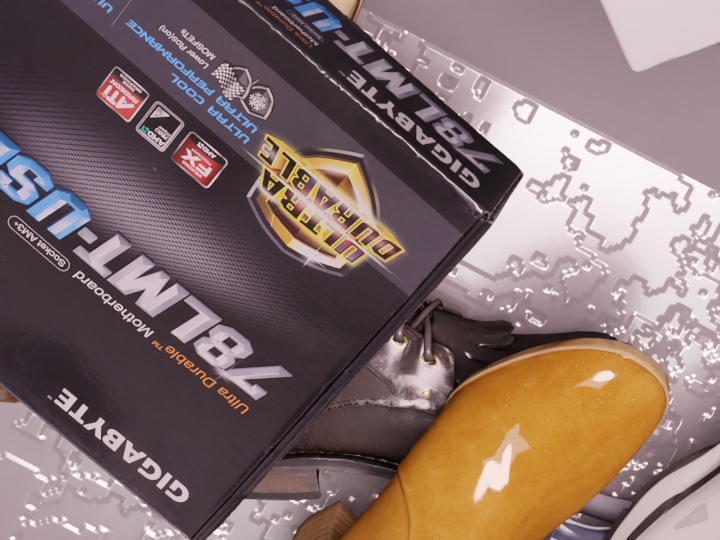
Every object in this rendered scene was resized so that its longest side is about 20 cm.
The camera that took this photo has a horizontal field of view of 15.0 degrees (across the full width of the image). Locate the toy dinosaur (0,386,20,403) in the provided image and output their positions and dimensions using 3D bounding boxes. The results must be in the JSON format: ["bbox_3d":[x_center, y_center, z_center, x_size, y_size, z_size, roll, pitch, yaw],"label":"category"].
[{"bbox_3d":[-0.088,-0.033,1.095,0.200,0.060,0.106,-41,120,6],"label":"toy dinosaur"}]

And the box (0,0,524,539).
[{"bbox_3d":[-0.076,-0.027,0.996,0.200,0.050,0.199,41,121,-2],"label":"box"}]

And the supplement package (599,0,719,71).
[{"bbox_3d":[0.098,-0.183,0.835,0.117,0.117,0.200,-19,127,13],"label":"supplement package"}]

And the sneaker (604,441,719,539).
[{"bbox_3d":[0.152,0.111,1.006,0.076,0.115,0.201,32,107,-17],"label":"sneaker"}]

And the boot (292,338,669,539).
[{"bbox_3d":[0.030,0.120,0.997,0.071,0.144,0.201,40,126,-21],"label":"boot"}]

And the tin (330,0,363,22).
[{"bbox_3d":[-0.040,-0.165,1.063,0.112,0.042,0.200,14,98,5],"label":"tin"}]

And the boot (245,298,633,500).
[{"bbox_3d":[0.000,0.000,1.052,0.200,0.069,0.174,-10,120,7],"label":"boot"}]

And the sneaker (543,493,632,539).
[{"bbox_3d":[0.032,0.141,1.100,0.200,0.070,0.109,-6,105,-2],"label":"sneaker"}]
